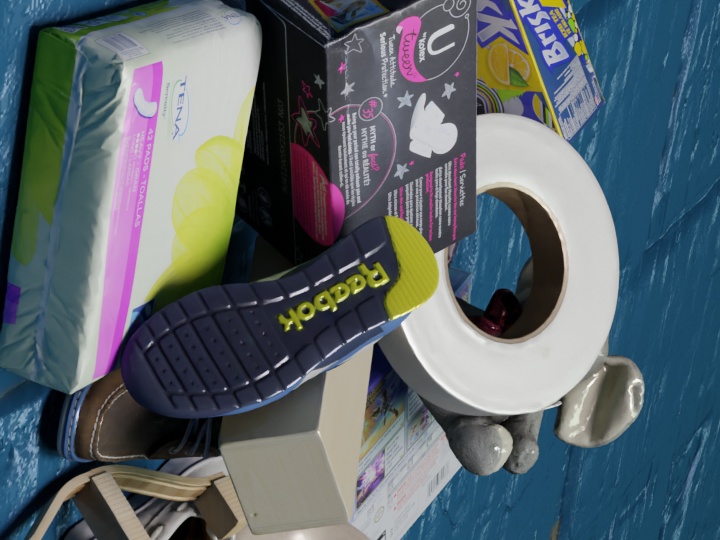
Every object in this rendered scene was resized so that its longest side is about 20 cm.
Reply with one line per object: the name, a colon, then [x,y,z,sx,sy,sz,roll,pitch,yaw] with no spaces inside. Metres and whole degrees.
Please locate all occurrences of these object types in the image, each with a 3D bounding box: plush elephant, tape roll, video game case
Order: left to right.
video game case: [0.018,0.119,1.973,0.200,0.045,0.182,-46,146,-45]
tape roll: [0.088,-0.003,1.758,0.202,0.037,0.204,3,85,-36]
plush elephant: [0.114,0.057,1.876,0.155,0.165,0.200,-36,158,2]

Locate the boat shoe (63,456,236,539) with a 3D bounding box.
boat shoe: [-0.115,0.169,1.679,0.200,0.070,0.071,-26,131,-59]

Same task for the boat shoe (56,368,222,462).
boat shoe: [-0.111,0.078,1.611,0.200,0.072,0.073,-23,128,-61]

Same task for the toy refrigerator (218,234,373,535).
toy refrigerator: [-0.039,0.063,1.611,0.201,0.070,0.076,-82,159,-50]

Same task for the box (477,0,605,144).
box: [0.096,-0.181,1.794,0.064,0.070,0.201,-49,127,-42]

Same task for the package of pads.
package of pads: [-0.127,-0.047,1.479,0.154,0.068,0.201,-27,133,-58]

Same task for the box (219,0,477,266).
box: [-0.009,-0.107,1.586,0.114,0.132,0.201,-26,137,-26]

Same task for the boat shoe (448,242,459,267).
boat shoe: [0.000,0.000,1.775,0.201,0.092,0.075,-60,155,-24]

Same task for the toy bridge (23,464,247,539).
toy bridge: [-0.148,0.152,1.587,0.200,0.067,0.027,-18,159,-49]

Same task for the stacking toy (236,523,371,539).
stacking toy: [-0.065,0.276,1.852,0.146,0.146,0.201,-40,161,-50]

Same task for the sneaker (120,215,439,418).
sneaker: [-0.049,0.038,1.509,0.199,0.074,0.082,-21,171,-26]
